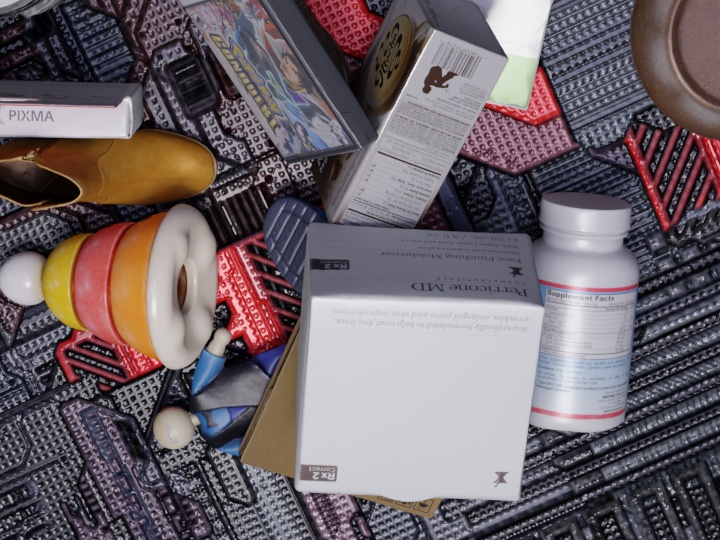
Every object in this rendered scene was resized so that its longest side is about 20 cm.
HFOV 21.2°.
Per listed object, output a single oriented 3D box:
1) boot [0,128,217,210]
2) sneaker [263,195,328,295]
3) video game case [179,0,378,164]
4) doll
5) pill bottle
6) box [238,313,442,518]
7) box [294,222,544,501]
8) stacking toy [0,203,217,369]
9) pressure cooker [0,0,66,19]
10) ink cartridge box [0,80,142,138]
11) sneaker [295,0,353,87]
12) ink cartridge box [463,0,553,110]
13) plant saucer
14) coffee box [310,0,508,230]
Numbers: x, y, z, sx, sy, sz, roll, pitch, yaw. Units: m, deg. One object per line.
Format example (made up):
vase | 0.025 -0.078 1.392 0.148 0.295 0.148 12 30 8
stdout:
boot | -0.229 -0.080 1.692 0.199 0.144 0.072 3 104 -1
sneaker | 0.000 0.000 1.749 0.199 0.082 0.074 36 115 3
video game case | -0.078 -0.185 1.652 0.025 0.180 0.201 -37 103 -19
doll | -0.100 0.112 1.782 0.198 0.049 0.137 -23 113 6
pill bottle | 0.194 0.036 1.735 0.108 0.109 0.202 4 102 -1
box | 0.008 0.135 1.765 0.198 0.021 0.164 18 115 -16
box | 0.046 0.078 1.642 0.197 0.131 0.202 3 120 -5
stacking toy | -0.237 0.010 1.735 0.198 0.146 0.148 3 103 15
pressure cooker | -0.313 -0.297 1.616 0.177 0.200 0.178 -12 102 2
ink cartridge box | -0.296 -0.136 1.664 0.198 0.174 0.044 1 103 0
sneaker | -0.070 -0.211 1.697 0.070 0.076 0.201 -31 100 7
ink cartridge box | 0.102 -0.255 1.703 0.144 0.048 0.202 11 117 -2
plant saucer | 0.342 -0.212 1.717 0.198 0.037 0.203 0 103 -1
coffee box | 0.039 -0.134 1.669 0.079 0.113 0.201 18 116 -22
